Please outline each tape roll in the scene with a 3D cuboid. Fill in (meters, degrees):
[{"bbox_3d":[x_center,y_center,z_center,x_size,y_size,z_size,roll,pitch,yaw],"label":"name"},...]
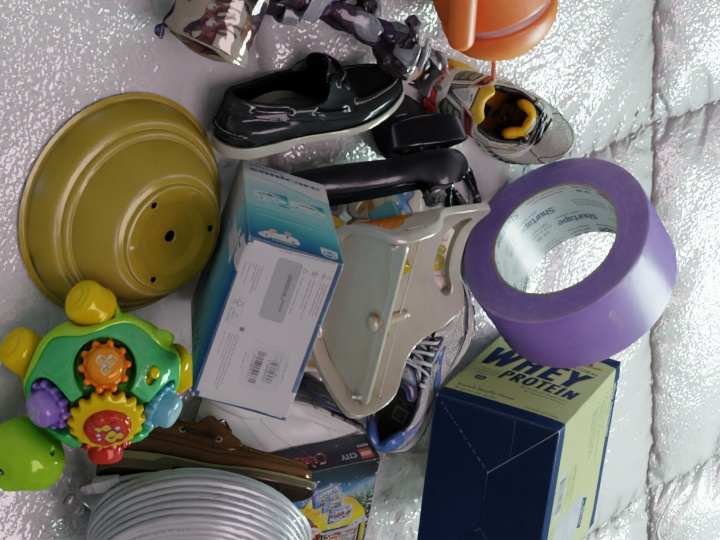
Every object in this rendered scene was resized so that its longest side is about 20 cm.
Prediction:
[{"bbox_3d":[0.209,-0.009,1.744,0.200,0.199,0.085,-50,134,-11],"label":"tape roll"}]

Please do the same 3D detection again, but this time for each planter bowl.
[{"bbox_3d":[-0.179,-0.041,1.459,0.199,0.083,0.202,-20,122,-35],"label":"planter bowl"}]

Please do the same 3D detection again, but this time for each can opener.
[{"bbox_3d":[0.011,-0.086,1.606,0.199,0.079,0.063,-16,161,-18],"label":"can opener"}]

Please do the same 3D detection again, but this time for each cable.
[{"bbox_3d":[-0.144,0.251,1.541,0.198,0.070,0.201,-14,134,15],"label":"cable"}]

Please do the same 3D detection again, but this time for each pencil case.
[{"bbox_3d":[-0.099,-0.271,1.417,0.078,0.089,0.201,13,99,-51],"label":"pencil case"}]

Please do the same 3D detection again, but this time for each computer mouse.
[{"bbox_3d":[0.072,-0.104,1.691,0.059,0.034,0.200,-55,136,-8],"label":"computer mouse"}]

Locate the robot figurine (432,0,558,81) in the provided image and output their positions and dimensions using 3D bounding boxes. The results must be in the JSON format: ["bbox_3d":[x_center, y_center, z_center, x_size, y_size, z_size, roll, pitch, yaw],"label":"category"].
[{"bbox_3d":[0.114,-0.274,1.587,0.116,0.144,0.201,-21,129,1],"label":"robot figurine"}]

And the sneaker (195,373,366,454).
[{"bbox_3d":[-0.080,0.144,1.662,0.199,0.075,0.087,16,111,-39],"label":"sneaker"}]

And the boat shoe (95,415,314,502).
[{"bbox_3d":[-0.135,0.161,1.556,0.198,0.072,0.068,11,59,-16],"label":"boat shoe"}]

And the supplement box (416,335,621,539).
[{"bbox_3d":[0.164,0.198,1.803,0.200,0.133,0.202,-33,135,-59],"label":"supplement box"}]

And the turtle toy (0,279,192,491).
[{"bbox_3d":[-0.231,0.110,1.451,0.199,0.102,0.146,-34,132,18],"label":"turtle toy"}]

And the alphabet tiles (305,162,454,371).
[{"bbox_3d":[0.000,0.000,1.645,0.199,0.015,0.197,3,97,-28],"label":"alphabet tiles"}]

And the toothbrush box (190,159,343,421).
[{"bbox_3d":[-0.083,0.012,1.472,0.085,0.200,0.147,16,108,-13],"label":"toothbrush box"}]

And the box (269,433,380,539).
[{"bbox_3d":[-0.085,0.235,1.661,0.199,0.038,0.137,-9,129,-25],"label":"box"}]

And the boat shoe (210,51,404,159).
[{"bbox_3d":[-0.043,-0.158,1.532,0.198,0.075,0.067,-17,132,-26],"label":"boat shoe"}]

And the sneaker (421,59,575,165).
[{"bbox_3d":[0.147,-0.142,1.706,0.199,0.082,0.078,14,100,-46],"label":"sneaker"}]

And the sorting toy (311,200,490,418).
[{"bbox_3d":[0.044,0.007,1.604,0.179,0.107,0.201,-19,135,-39],"label":"sorting toy"}]

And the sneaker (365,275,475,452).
[{"bbox_3d":[0.056,0.093,1.722,0.085,0.077,0.202,-19,127,-71],"label":"sneaker"}]

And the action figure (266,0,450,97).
[{"bbox_3d":[0.005,-0.214,1.517,0.199,0.130,0.070,23,95,-35],"label":"action figure"}]
